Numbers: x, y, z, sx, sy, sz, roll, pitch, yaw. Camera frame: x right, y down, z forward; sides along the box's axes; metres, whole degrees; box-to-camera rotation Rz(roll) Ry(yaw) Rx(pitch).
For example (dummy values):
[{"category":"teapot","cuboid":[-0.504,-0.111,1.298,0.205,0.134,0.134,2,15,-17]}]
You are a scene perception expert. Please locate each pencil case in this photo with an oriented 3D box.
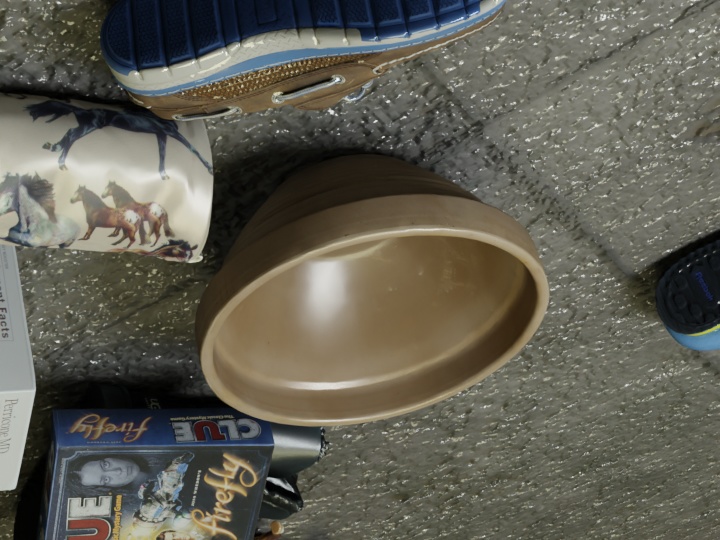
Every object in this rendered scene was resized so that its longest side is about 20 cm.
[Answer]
[{"category":"pencil case","cuboid":[-0.167,-0.044,0.954,0.199,0.078,0.090,2,123,-25]}]

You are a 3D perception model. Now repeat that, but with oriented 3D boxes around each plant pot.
[{"category":"plant pot","cuboid":[0.000,0.000,1.078,0.200,0.093,0.201,-10,146,-7]}]

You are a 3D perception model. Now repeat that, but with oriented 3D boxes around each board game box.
[{"category":"board game box","cuboid":[-0.138,0.171,1.204,0.135,0.035,0.200,0,130,-16]}]

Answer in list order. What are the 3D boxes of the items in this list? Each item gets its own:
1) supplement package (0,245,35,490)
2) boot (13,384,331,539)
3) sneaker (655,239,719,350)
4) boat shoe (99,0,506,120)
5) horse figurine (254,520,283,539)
[{"category":"supplement package","cuboid":[-0.286,0.054,1.027,0.199,0.110,0.114,-3,146,-18]},{"category":"boot","cuboid":[-0.129,0.154,1.270,0.168,0.077,0.200,10,134,-28]},{"category":"sneaker","cuboid":[0.289,-0.004,1.220,0.200,0.066,0.078,-26,152,19]},{"category":"boat shoe","cuboid":[-0.022,-0.119,0.921,0.199,0.072,0.072,-8,153,8]},{"category":"horse figurine","cuboid":[-0.116,0.238,1.416,0.199,0.050,0.133,-24,164,-1]}]
